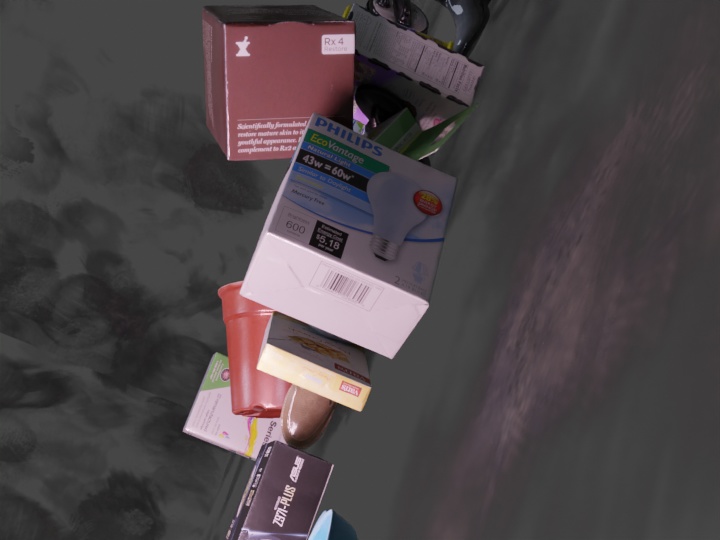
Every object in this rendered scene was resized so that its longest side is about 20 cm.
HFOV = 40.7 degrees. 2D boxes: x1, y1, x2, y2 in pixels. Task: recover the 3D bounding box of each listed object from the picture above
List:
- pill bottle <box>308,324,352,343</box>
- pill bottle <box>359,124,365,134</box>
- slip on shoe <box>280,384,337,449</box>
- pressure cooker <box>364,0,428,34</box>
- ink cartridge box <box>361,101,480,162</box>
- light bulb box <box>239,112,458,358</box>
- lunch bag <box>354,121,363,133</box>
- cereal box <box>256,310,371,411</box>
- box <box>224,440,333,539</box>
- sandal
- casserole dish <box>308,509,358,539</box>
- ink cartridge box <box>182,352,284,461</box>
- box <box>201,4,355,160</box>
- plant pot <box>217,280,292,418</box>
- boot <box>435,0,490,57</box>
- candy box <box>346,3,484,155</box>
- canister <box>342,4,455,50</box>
[{"bbox_3d":[-0.001,-0.012,1.335,0.115,0.113,0.202,-83,17,-69],"label":"pill bottle"},{"bbox_3d":[0.045,-0.193,1.577,0.201,0.110,0.112,120,171,-51],"label":"pill bottle"},{"bbox_3d":[-0.059,0.171,1.417,0.202,0.075,0.061,-60,0,3],"label":"slip on shoe"},{"bbox_3d":[0.074,-0.594,2.421,0.178,0.176,0.201,-25,-25,-44],"label":"pressure cooker"},{"bbox_3d":[0.042,-0.161,1.235,0.199,0.048,0.146,-27,15,41],"label":"ink cartridge box"},{"bbox_3d":[-0.010,-0.041,1.118,0.125,0.196,0.202,123,167,-49],"label":"light bulb box"},{"bbox_3d":[0.026,-0.476,2.915,0.161,0.082,0.202,123,168,-55],"label":"lunch bag"},{"bbox_3d":[-0.060,0.114,1.273,0.200,0.142,0.040,-110,43,-80],"label":"cereal box"},{"bbox_3d":[-0.116,0.322,1.297,0.200,0.085,0.166,134,158,-75],"label":"box"},{"bbox_3d":[0.048,-0.183,1.369,0.201,0.075,0.048,53,-130,-48],"label":"sandal"},{"bbox_3d":[-0.044,0.318,0.895,0.201,0.038,0.122,-73,7,-45],"label":"casserole dish"},{"bbox_3d":[-0.192,0.250,1.703,0.084,0.198,0.146,145,147,-73],"label":"ink cartridge box"},{"bbox_3d":[-0.110,-0.247,1.247,0.200,0.164,0.166,-128,37,-64],"label":"box"},{"bbox_3d":[-0.132,0.132,1.554,0.201,0.198,0.198,131,140,-72],"label":"plant pot"},{"bbox_3d":[0.133,-0.412,1.487,0.070,0.130,0.202,122,169,-52],"label":"boot"},{"bbox_3d":[0.050,-0.261,1.356,0.168,0.198,0.072,131,161,-68],"label":"candy box"},{"bbox_3d":[0.057,-0.343,1.556,0.149,0.198,0.088,154,137,-86],"label":"canister"}]
